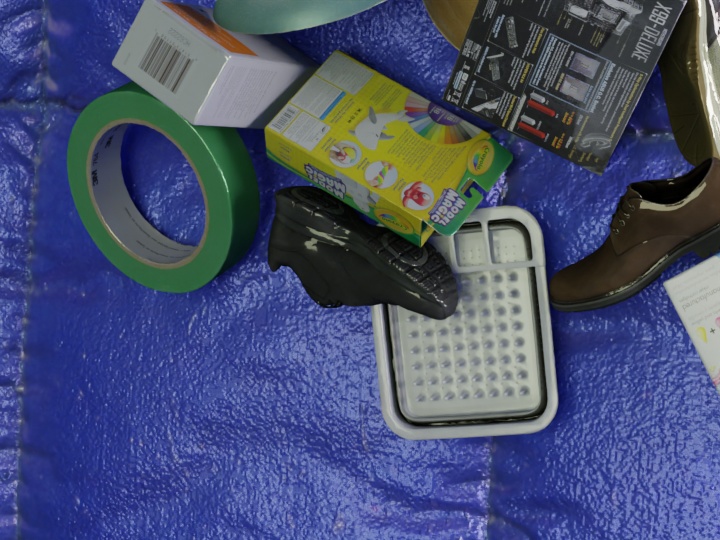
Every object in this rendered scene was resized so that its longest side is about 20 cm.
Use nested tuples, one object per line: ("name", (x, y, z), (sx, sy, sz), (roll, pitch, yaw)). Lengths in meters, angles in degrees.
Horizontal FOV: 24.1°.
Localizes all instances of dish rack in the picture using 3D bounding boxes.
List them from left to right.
("dish rack", (0.095, 0.048, 1.524), (0.170, 0.043, 0.202), (-6, 90, 22))

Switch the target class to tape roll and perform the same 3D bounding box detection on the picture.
("tape roll", (-0.187, -0.079, 1.591), (0.199, 0.048, 0.202), (16, 121, 29))

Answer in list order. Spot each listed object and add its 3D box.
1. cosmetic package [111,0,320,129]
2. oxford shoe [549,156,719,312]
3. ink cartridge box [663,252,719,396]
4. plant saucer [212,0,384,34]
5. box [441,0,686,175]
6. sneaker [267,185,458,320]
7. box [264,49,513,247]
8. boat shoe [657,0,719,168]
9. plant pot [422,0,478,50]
("cosmetic package", (-0.123, -0.182, 1.517), (0.101, 0.200, 0.072), (36, 105, 16))
("oxford shoe", (0.234, -0.034, 1.431), (0.199, 0.073, 0.085), (-33, 109, 23))
("ink cartridge box", (0.352, 0.072, 1.404), (0.115, 0.068, 0.201), (-30, 82, 21))
("plant saucer", (-0.039, -0.266, 1.482), (0.198, 0.200, 0.036), (-3, 121, 23))
("box", (0.170, -0.193, 1.406), (0.156, 0.050, 0.201), (25, 136, 6))
("sneaker", (0.000, 0.000, 1.508), (0.199, 0.076, 0.092), (30, 115, 26))
("box", (0.027, -0.106, 1.511), (0.199, 0.049, 0.118), (30, 62, 20))
("boat shoe", (0.286, -0.190, 1.411), (0.072, 0.065, 0.203), (7, 112, 61))
("plant pot", (0.146, -0.278, 1.494), (0.198, 0.027, 0.203), (1, 93, 23))
